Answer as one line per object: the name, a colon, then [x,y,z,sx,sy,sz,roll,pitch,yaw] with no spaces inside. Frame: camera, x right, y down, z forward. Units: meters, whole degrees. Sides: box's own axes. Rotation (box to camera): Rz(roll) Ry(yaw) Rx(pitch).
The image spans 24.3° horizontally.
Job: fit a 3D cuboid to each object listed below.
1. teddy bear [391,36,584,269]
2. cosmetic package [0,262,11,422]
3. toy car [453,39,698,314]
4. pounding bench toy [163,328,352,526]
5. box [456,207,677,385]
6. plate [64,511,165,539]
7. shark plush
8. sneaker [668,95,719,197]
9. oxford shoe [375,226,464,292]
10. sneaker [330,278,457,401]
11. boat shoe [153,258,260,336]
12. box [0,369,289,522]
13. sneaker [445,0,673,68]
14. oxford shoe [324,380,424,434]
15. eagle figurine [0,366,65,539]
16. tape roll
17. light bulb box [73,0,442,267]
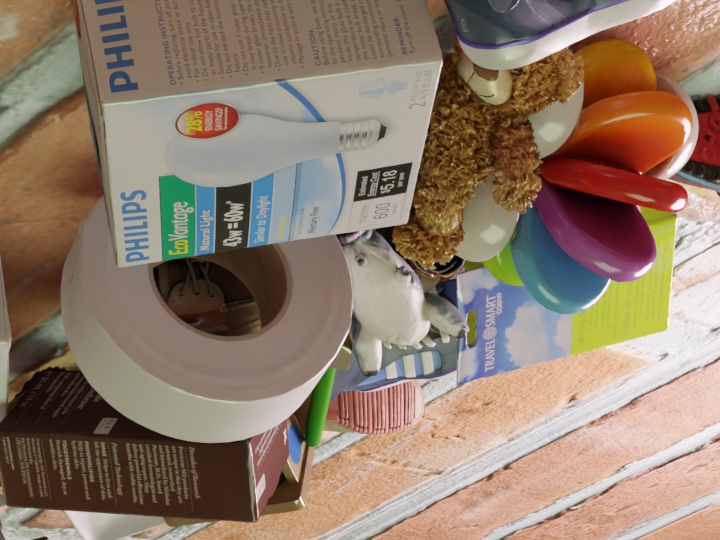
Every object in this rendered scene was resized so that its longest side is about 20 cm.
teddy bear: [0.063,-0.092,1.123,0.067,0.145,0.200,4,154,-37]
cosmetic package: [-0.365,0.056,1.233,0.199,0.123,0.200,-5,151,-16]
toy car: [0.162,-0.056,1.188,0.175,0.150,0.200,8,122,-37]
pounding bench toy: [-0.080,0.116,1.380,0.200,0.124,0.156,-9,130,16]
box: [0.164,0.015,1.397,0.200,0.048,0.122,-14,126,-15]
plate: [-0.196,0.160,1.533,0.199,0.032,0.200,-18,134,5]
shark plush: [0.000,0.000,1.289,0.091,0.083,0.200,-32,133,13]
sneaker: [0.302,-0.078,1.323,0.200,0.079,0.096,1,152,-26]
oxford shoe: [0.047,-0.019,1.328,0.071,0.073,0.200,-11,154,-6]
sneaker: [0.019,0.051,1.442,0.200,0.081,0.146,-23,156,31]
boat shoe: [-0.136,0.018,1.321,0.200,0.076,0.072,-18,151,7]
box: [-0.162,0.130,1.255,0.200,0.100,0.075,3,114,11]
sneaker: [0.128,-0.217,0.961,0.200,0.081,0.147,-30,136,-11]
oxford shoe: [-0.034,0.120,1.589,0.200,0.071,0.074,8,167,-29]
eagle figurine: [-0.320,0.159,1.372,0.151,0.200,0.152,-25,149,28]
tape roll: [-0.110,0.018,1.191,0.202,0.203,0.071,-1,151,-23]
light bulb box: [-0.069,-0.112,1.038,0.200,0.125,0.198,-9,153,-9]
